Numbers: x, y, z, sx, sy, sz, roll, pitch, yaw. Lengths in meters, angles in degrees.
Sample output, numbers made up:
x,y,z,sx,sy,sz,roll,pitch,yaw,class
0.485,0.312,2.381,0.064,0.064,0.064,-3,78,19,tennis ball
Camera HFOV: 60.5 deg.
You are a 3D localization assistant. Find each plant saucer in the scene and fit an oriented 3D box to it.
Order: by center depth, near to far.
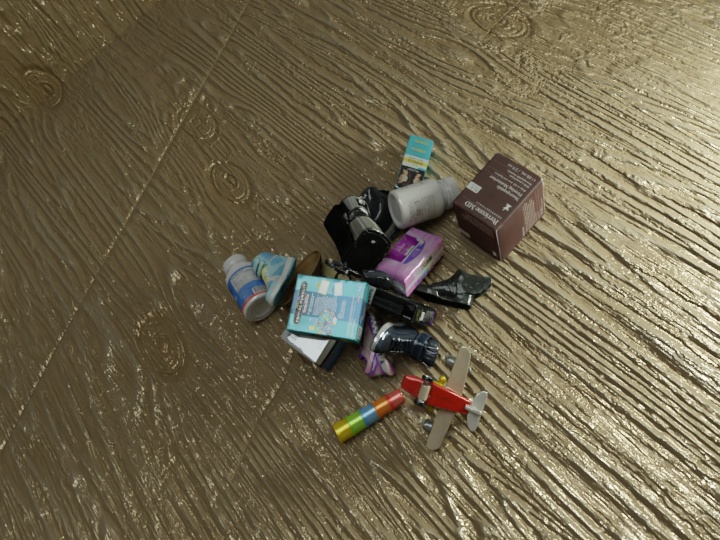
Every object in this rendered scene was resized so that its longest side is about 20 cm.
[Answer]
x,y,z,sx,sy,sz,roll,pitch,yaw,class
-0.172,0.031,1.822,0.200,0.035,0.202,-44,21,22,plant saucer

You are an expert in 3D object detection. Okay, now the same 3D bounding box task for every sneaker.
x,y,z,sx,sy,sz,roll,pitch,yaw,class
0.122,0.198,1.592,0.145,0.201,0.079,32,111,26,sneaker
0.029,0.202,1.684,0.087,0.080,0.204,-24,56,16,sneaker
0.257,0.043,1.703,0.195,0.060,0.106,15,68,20,sneaker
-0.271,0.022,1.797,0.127,0.081,0.202,16,35,3,sneaker

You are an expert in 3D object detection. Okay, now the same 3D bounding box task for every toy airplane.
x,y,z,sx,sy,sz,roll,pitch,yaw,class
0.215,0.314,1.533,0.196,0.141,0.203,-26,94,-7,toy airplane

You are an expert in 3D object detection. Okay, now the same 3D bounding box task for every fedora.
x,y,z,sx,sy,sz,roll,pitch,yaw,class
0.040,-0.181,1.880,0.195,0.092,0.205,-8,60,14,fedora

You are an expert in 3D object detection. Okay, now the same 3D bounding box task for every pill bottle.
x,y,z,sx,sy,sz,roll,pitch,yaw,class
0.188,-0.204,1.811,0.195,0.116,0.116,-19,55,-14,pill bottle
-0.343,0.047,1.877,0.111,0.113,0.201,-36,55,-3,pill bottle

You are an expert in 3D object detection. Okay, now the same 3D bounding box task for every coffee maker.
x,y,z,sx,sy,sz,roll,pitch,yaw,class
-0.031,-0.089,1.731,0.190,0.136,0.201,-33,39,2,coffee maker

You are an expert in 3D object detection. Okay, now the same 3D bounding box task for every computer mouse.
x,y,z,sx,sy,sz,roll,pitch,yaw,class
0.000,0.000,1.635,0.059,0.195,0.035,-107,39,-60,computer mouse

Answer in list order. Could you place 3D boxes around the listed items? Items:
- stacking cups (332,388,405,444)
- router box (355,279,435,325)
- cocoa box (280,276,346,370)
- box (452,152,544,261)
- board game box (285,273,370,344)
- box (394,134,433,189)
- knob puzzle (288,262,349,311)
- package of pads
x,y,z,sx,sy,sz,roll,pitch,yaw,class
0.024,0.372,1.596,0.197,0.061,0.061,-31,56,1,stacking cups
0.091,0.089,1.676,0.197,0.148,0.052,22,92,28,router box
-0.098,0.149,1.701,0.132,0.131,0.203,30,83,22,cocoa box
0.387,-0.175,1.713,0.200,0.165,0.165,-46,58,-10,box
-0.084,0.099,1.615,0.195,0.047,0.155,7,75,18,board game box
0.166,-0.320,1.927,0.080,0.049,0.204,15,66,4,box
-0.086,0.105,1.801,0.213,0.030,0.226,-6,71,16,knob puzzle
0.135,-0.025,1.742,0.119,0.077,0.200,22,54,32,package of pads
